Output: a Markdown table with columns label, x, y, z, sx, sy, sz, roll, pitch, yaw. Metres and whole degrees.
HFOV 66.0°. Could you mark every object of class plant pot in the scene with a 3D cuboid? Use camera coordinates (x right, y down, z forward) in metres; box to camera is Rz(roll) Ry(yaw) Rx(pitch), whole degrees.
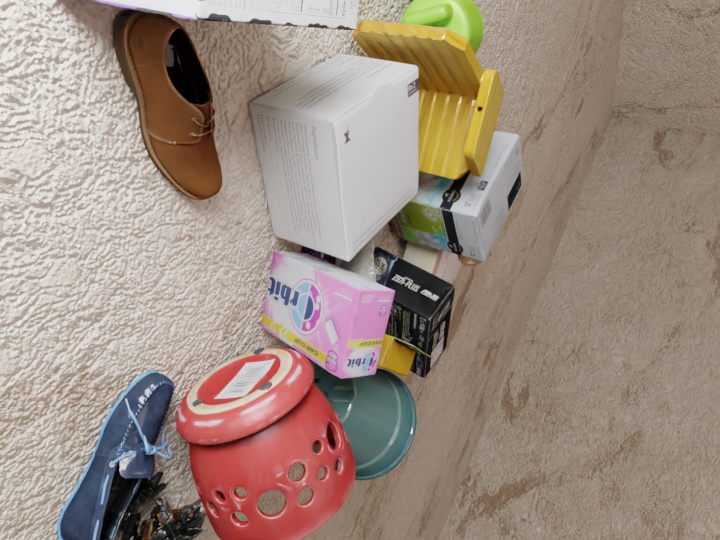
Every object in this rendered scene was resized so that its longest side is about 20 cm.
| label | x | y | z | sx | sy | sz | roll | pitch | yaw |
| --- | --- | --- | --- | --- | --- | --- | --- | --- | --- |
| plant pot | -0.125 | 0.212 | 0.706 | 0.200 | 0.199 | 0.184 | -39 | 116 | -46 |
| plant pot | -0.033 | 0.231 | 0.930 | 0.196 | 0.199 | 0.201 | 45 | 67 | -51 |

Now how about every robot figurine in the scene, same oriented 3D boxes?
| label | x | y | z | sx | sy | sz | roll | pitch | yaw |
| --- | --- | --- | --- | --- | --- | --- | --- | --- | --- |
| robot figurine | 0.133 | -0.383 | 0.890 | 0.200 | 0.115 | 0.177 | -46 | 125 | -57 |

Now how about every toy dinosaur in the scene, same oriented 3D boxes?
| label | x | y | z | sx | sy | sz | roll | pitch | yaw |
| --- | --- | --- | --- | --- | --- | --- | --- | --- | --- |
| toy dinosaur | -0.258 | 0.339 | 0.677 | 0.136 | 0.102 | 0.200 | -63 | 179 | 23 |

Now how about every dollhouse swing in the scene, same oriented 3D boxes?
| label | x | y | z | sx | sy | sz | roll | pitch | yaw |
| --- | --- | --- | --- | --- | --- | --- | --- | --- | --- |
| dollhouse swing | 0.078 | -0.238 | 0.803 | 0.175 | 0.199 | 0.183 | -12 | 118 | -60 |

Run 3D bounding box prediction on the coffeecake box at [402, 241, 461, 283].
| label | x | y | z | sx | sy | sz | roll | pitch | yaw |
| --- | --- | --- | --- | --- | --- | --- | --- | --- | --- |
| coffeecake box | 0.164 | -0.028 | 1.218 | 0.200 | 0.073 | 0.154 | -30 | 141 | -53 |

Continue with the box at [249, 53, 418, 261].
| label | x | y | z | sx | sy | sz | roll | pitch | yaw |
| --- | --- | --- | --- | --- | --- | --- | --- | --- | --- |
| box | -0.023 | -0.157 | 0.745 | 0.199 | 0.130 | 0.201 | -45 | 143 | -40 |

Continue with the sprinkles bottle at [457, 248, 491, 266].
| label | x | y | z | sx | sy | sz | roll | pitch | yaw |
| --- | --- | --- | --- | --- | --- | --- | --- | --- | --- |
| sprinkles bottle | 0.196 | -0.102 | 1.126 | 0.068 | 0.201 | 0.069 | -11 | 139 | -10 |

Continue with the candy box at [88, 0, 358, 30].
| label | x | y | z | sx | sy | sz | roll | pitch | yaw |
| --- | --- | --- | --- | --- | --- | --- | --- | --- | --- |
| candy box | -0.119 | -0.252 | 0.463 | 0.200 | 0.167 | 0.072 | -31 | 135 | -52 |

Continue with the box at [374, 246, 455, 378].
| label | x | y | z | sx | sy | sz | roll | pitch | yaw |
| --- | --- | --- | --- | --- | --- | --- | --- | --- | --- |
| box | 0.075 | 0.080 | 1.014 | 0.086 | 0.163 | 0.201 | -48 | 152 | -30 |

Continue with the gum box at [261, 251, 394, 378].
| label | x | y | z | sx | sy | sz | roll | pitch | yaw |
| --- | --- | --- | --- | --- | --- | --- | --- | --- | --- |
| gum box | -0.055 | 0.051 | 0.754 | 0.066 | 0.199 | 0.114 | 4 | 104 | -44 |

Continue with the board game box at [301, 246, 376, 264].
| label | x | y | z | sx | sy | sz | roll | pitch | yaw |
| --- | --- | --- | --- | --- | --- | --- | --- | --- | --- |
| board game box | -0.029 | -0.048 | 0.919 | 0.200 | 0.032 | 0.121 | -26 | 134 | -54 |

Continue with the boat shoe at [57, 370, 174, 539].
| label | x | y | z | sx | sy | sz | roll | pitch | yaw |
| --- | --- | --- | --- | --- | --- | --- | --- | --- | --- |
| boat shoe | -0.254 | 0.216 | 0.620 | 0.084 | 0.068 | 0.201 | 32 | 78 | -62 |

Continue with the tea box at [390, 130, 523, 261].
| label | x | y | z | sx | sy | sz | roll | pitch | yaw |
| --- | --- | --- | --- | --- | --- | --- | --- | --- | --- |
| tea box | 0.175 | -0.153 | 1.041 | 0.201 | 0.196 | 0.134 | -59 | 147 | -24 |

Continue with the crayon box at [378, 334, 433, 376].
| label | x | y | z | sx | sy | sz | roll | pitch | yaw |
| --- | --- | --- | --- | --- | --- | --- | --- | --- | --- |
| crayon box | 0.006 | 0.120 | 0.898 | 0.127 | 0.199 | 0.051 | 37 | 72 | -61 |

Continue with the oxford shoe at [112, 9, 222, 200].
| label | x | y | z | sx | sy | sz | roll | pitch | yaw |
| --- | --- | --- | --- | --- | --- | --- | --- | --- | --- |
| oxford shoe | -0.171 | -0.146 | 0.544 | 0.071 | 0.071 | 0.201 | -53 | 150 | -33 |

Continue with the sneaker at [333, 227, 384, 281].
| label | x | y | z | sx | sy | sz | roll | pitch | yaw |
| --- | --- | --- | --- | --- | --- | --- | --- | --- | --- |
| sneaker | 0.000 | 0.000 | 0.873 | 0.201 | 0.092 | 0.076 | -59 | 152 | -22 |
